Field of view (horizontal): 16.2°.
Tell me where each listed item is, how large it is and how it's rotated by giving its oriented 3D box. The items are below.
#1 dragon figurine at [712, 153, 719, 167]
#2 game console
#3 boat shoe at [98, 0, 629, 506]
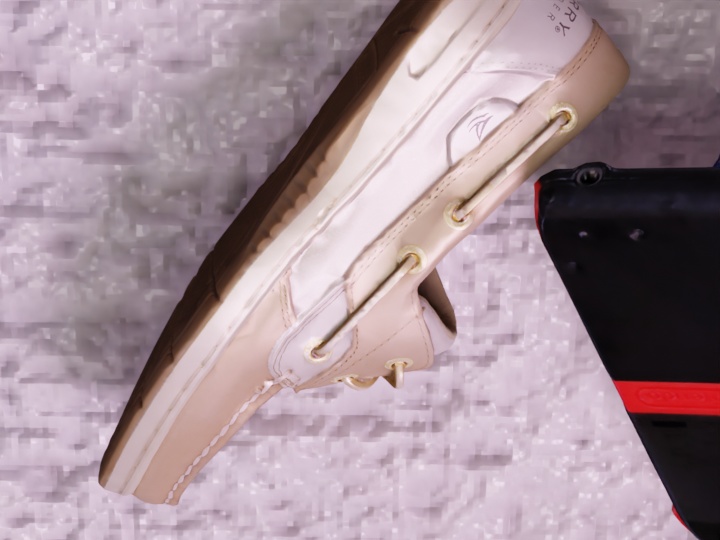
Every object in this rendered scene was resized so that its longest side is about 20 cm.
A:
[{"bbox_3d":[0.179,-0.049,0.698,0.099,0.059,0.200,39,113,-18],"label":"dragon figurine"},{"bbox_3d":[0.162,0.029,0.691,0.199,0.031,0.177,0,139,28],"label":"game console"},{"bbox_3d":[0.000,0.000,0.716,0.069,0.074,0.200,35,112,-10],"label":"boat shoe"}]
